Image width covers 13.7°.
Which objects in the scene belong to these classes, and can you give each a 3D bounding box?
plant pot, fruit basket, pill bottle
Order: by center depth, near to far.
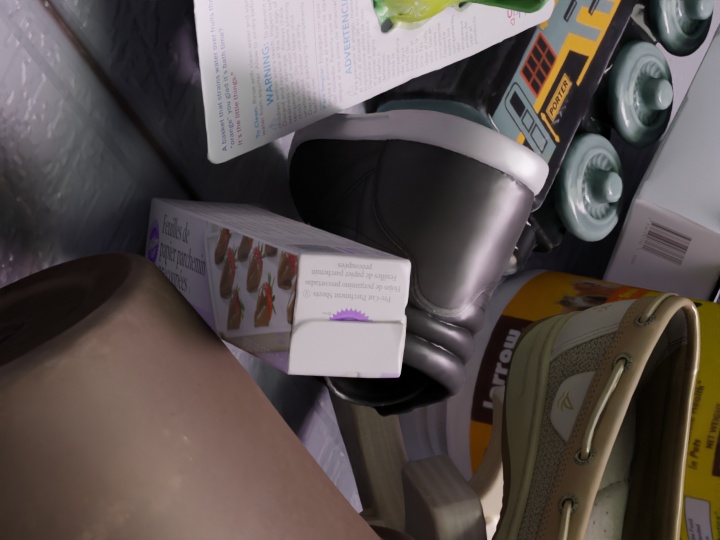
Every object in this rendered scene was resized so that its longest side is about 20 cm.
[{"bbox_3d":[-0.083,0.095,0.976,0.200,0.200,0.175,-41,112,-47],"label":"plant pot"},{"bbox_3d":[0.003,-0.154,1.086,0.199,0.094,0.186,-23,120,-37],"label":"fruit basket"},{"bbox_3d":[0.112,0.061,1.256,0.109,0.199,0.110,-27,122,-54],"label":"pill bottle"}]

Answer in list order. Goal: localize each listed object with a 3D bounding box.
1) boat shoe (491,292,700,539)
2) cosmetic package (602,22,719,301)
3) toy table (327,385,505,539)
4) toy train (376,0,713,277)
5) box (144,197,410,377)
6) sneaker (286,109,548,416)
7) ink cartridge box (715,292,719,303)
[{"bbox_3d":[0.088,0.104,1.059,0.073,0.063,0.202,33,53,-39],"label":"boat shoe"},{"bbox_3d":[0.155,-0.032,1.370,0.200,0.051,0.151,102,12,-61],"label":"cosmetic package"},{"bbox_3d":[0.024,0.109,1.166,0.199,0.184,0.118,-16,111,-21],"label":"toy table"},{"bbox_3d":[0.081,-0.097,1.279,0.114,0.085,0.201,54,53,-40],"label":"toy train"},{"bbox_3d":[-0.032,0.004,1.019,0.041,0.200,0.039,5,95,-19],"label":"box"},{"bbox_3d":[0.000,0.000,1.103,0.070,0.200,0.100,26,81,-15],"label":"sneaker"},{"bbox_3d":[0.199,0.015,1.354,0.137,0.076,0.200,-59,172,-40],"label":"ink cartridge box"}]
